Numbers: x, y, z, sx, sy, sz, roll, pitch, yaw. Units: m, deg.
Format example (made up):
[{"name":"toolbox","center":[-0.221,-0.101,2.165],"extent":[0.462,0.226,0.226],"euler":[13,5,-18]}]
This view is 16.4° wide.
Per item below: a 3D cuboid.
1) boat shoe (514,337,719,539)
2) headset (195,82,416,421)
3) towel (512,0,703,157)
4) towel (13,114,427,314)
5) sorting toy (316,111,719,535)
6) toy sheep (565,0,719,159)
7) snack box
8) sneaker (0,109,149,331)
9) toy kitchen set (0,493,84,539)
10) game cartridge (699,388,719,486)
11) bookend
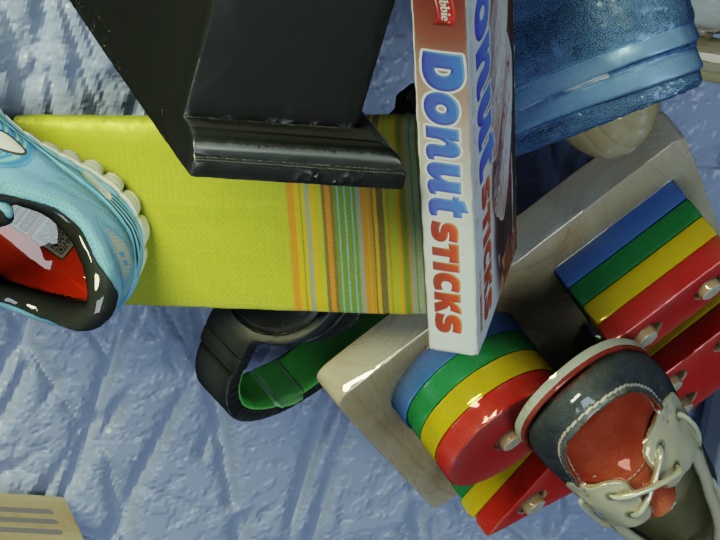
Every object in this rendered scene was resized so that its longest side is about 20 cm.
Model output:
[{"name":"boat shoe","center":[0.126,0.088,1.153],"extent":[0.071,0.063,0.200],"euler":[-36,154,3]},{"name":"headset","center":[0.000,0.000,1.133],"extent":[0.123,0.094,0.200],"euler":[-23,149,-43]},{"name":"towel","center":[0.062,-0.152,1.016],"extent":[0.111,0.201,0.048],"euler":[-19,180,34]},{"name":"towel","center":[-0.053,-0.026,1.077],"extent":[0.199,0.018,0.086],"euler":[2,106,17]},{"name":"sorting toy","center":[0.100,0.044,1.199],"extent":[0.199,0.070,0.200],"euler":[-37,155,1]},{"name":"toy sheep","center":[0.116,-0.149,1.090],"extent":[0.137,0.138,0.201],"euler":[8,89,-30]},{"name":"snack box","center":[0.041,-0.066,0.966],"extent":[0.024,0.072,0.201],"euler":[8,131,14]},{"name":"sneaker","center":[-0.173,-0.041,1.023],"extent":[0.199,0.090,0.079],"euler":[29,107,-16]},{"name":"toy kitchen set","center":[-0.183,0.150,1.092],"extent":[0.180,0.200,0.164],"euler":[6,119,-30]},{"name":"game cartridge","center":[0.274,0.090,1.390],"extent":[0.199,0.040,0.134],"euler":[-7,120,-23]},{"name":"bookend","center":[-0.035,-0.167,0.955],"extent":[0.092,0.199,0.201],"euler":[2,119,-28]}]
